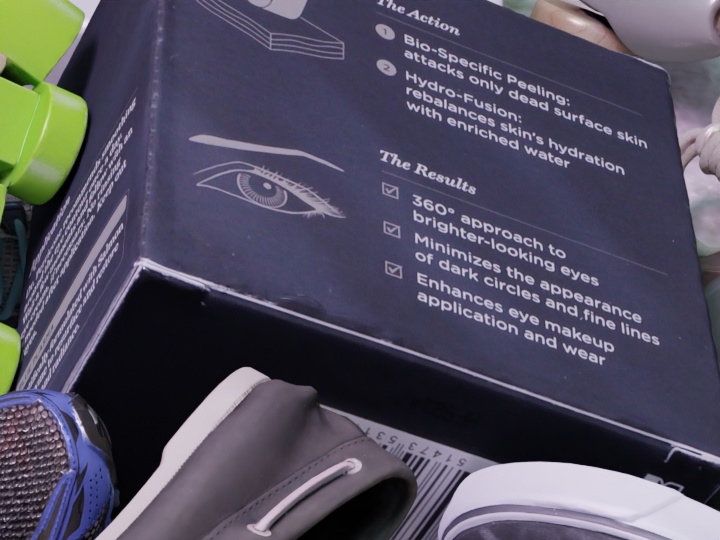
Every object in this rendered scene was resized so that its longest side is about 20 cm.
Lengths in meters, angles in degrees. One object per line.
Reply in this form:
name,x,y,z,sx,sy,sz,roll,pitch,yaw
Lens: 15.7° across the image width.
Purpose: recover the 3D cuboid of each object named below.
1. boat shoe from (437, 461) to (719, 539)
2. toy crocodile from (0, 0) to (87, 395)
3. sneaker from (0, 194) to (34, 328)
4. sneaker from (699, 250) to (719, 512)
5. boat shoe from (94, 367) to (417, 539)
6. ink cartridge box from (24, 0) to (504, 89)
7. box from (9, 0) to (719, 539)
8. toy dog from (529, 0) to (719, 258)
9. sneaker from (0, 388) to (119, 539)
boat shoe,0.103,0.122,0.731,0.200,0.072,0.068,27,52,15
toy crocodile,-0.138,-0.010,0.826,0.067,0.062,0.200,23,72,-23
sneaker,-0.113,-0.014,0.923,0.086,0.078,0.200,29,24,21
sneaker,0.122,0.059,0.871,0.082,0.077,0.200,-16,27,23
boat shoe,-0.050,0.100,0.645,0.057,0.067,0.200,23,47,16
ink cartridge box,-0.041,-0.112,1.059,0.200,0.084,0.144,0,42,3
box,0.000,0.000,0.849,0.196,0.118,0.200,20,39,-18
toy dog,0.151,-0.097,1.018,0.096,0.132,0.200,4,39,-40
sneaker,-0.154,0.099,0.732,0.200,0.078,0.075,-36,65,7
